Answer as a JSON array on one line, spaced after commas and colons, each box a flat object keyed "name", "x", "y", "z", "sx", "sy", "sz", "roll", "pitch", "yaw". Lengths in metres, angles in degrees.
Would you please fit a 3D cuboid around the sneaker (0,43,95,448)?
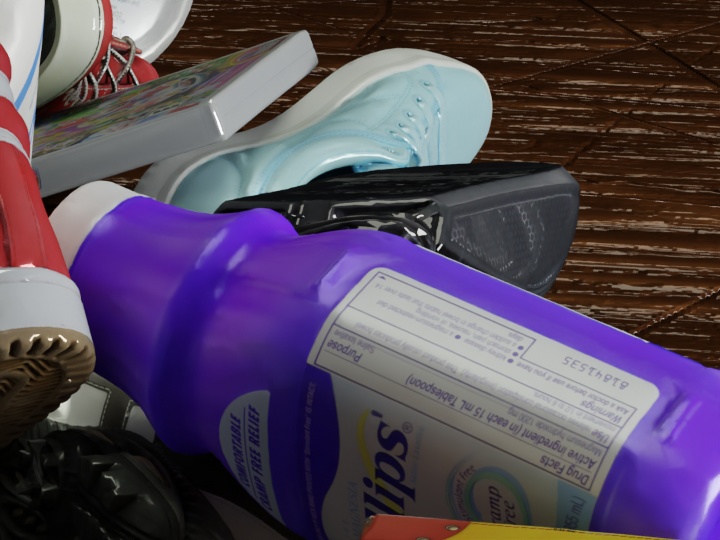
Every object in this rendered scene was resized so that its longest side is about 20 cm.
[{"name": "sneaker", "x": -0.146, "y": 0.008, "z": 0.786, "sx": 0.071, "sy": 0.113, "sz": 0.200, "roll": 5, "pitch": -27, "yaw": -44}]

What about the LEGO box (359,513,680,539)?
[{"name": "LEGO box", "x": 0.080, "y": 0.115, "z": 0.600, "sx": 0.198, "sy": 0.078, "sz": 0.149, "roll": 4, "pitch": 15, "yaw": 13}]

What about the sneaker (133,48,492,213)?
[{"name": "sneaker", "x": 0.003, "y": -0.029, "z": 1.156, "sx": 0.082, "sy": 0.074, "sz": 0.200, "roll": 17, "pitch": 32, "yaw": 35}]

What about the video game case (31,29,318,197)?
[{"name": "video game case", "x": -0.125, "y": -0.045, "z": 1.172, "sx": 0.199, "sy": 0.018, "sz": 0.143, "roll": -17, "pitch": 11, "yaw": 17}]

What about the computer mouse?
[{"name": "computer mouse", "x": 0.000, "y": 0.000, "z": 0.925, "sx": 0.138, "sy": 0.053, "sz": 0.200, "roll": -1, "pitch": 6, "yaw": 31}]

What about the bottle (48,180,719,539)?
[{"name": "bottle", "x": 0.007, "y": 0.033, "z": 0.742, "sx": 0.199, "sy": 0.084, "sz": 0.065, "roll": 24, "pitch": 50, "yaw": 25}]

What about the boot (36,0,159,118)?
[{"name": "boot", "x": -0.127, "y": -0.095, "z": 1.300, "sx": 0.144, "sy": 0.073, "sz": 0.199, "roll": -1, "pitch": -6, "yaw": -35}]

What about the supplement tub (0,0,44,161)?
[{"name": "supplement tub", "x": -0.166, "y": -0.051, "z": 0.938, "sx": 0.131, "sy": 0.133, "sz": 0.200, "roll": -2, "pitch": -20, "yaw": -9}]

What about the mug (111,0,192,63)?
[{"name": "mug", "x": -0.180, "y": -0.168, "z": 1.457, "sx": 0.199, "sy": 0.148, "sz": 0.175, "roll": 25, "pitch": 2, "yaw": -38}]

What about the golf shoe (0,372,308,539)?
[{"name": "golf shoe", "x": -0.074, "y": 0.054, "z": 0.847, "sx": 0.094, "sy": 0.078, "sz": 0.200, "roll": -3, "pitch": 24, "yaw": -32}]
